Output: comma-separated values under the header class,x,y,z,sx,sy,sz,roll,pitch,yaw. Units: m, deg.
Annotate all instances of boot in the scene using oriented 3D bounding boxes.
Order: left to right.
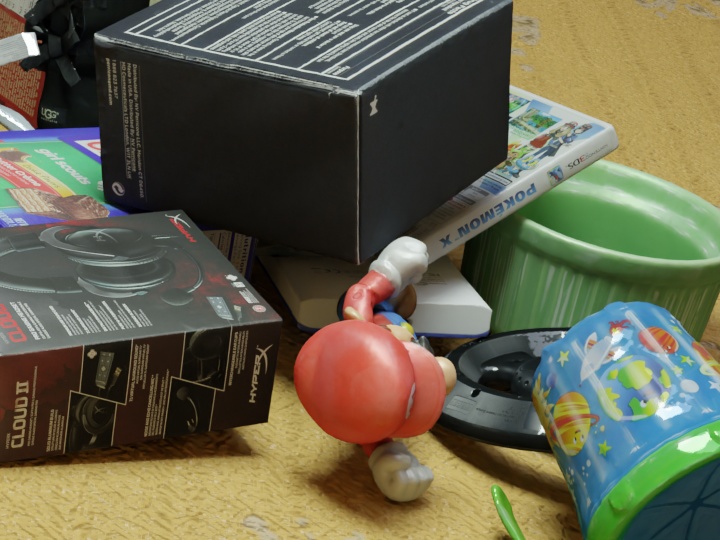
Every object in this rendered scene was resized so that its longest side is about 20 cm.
class,x,y,z,sx,sy,sz,roll,pitch,yaw
boot,-0.173,-0.172,1.731,0.073,0.163,0.198,17,23,26

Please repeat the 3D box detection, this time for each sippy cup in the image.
class,x,y,z,sx,sy,sz,roll,pitch,yaw
sippy cup,0.166,0.093,1.369,0.177,0.140,0.131,-12,52,-27

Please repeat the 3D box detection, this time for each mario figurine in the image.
class,x,y,z,sx,sy,sz,roll,pitch,yaw
mario figurine,0.026,0.059,1.430,0.124,0.106,0.200,52,7,-6

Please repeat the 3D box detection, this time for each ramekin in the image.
class,x,y,z,sx,sy,sz,roll,pitch,yaw
ramekin,0.166,-0.004,1.704,0.199,0.098,0.200,12,21,-5

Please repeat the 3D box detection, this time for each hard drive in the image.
class,x,y,z,sx,sy,sz,roll,pitch,yaw
hard drive,0.000,0.000,1.646,0.131,0.025,0.200,3,18,-15

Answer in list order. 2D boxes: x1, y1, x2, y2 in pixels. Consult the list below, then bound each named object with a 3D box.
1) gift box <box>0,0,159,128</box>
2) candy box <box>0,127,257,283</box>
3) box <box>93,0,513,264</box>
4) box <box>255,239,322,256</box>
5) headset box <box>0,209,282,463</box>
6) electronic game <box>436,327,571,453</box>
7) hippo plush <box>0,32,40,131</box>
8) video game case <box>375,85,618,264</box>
class,x,y,z,sx,sy,sz,roll,pitch,yaw
gift box,-0.216,-0.223,1.883,0.186,0.185,0.200,-10,38,-43
candy box,-0.193,-0.031,1.570,0.199,0.077,0.169,-3,26,-40
box,-0.033,-0.109,1.524,0.198,0.124,0.200,14,29,29
box,-0.009,-0.079,1.667,0.137,0.040,0.200,0,34,37
headset box,-0.169,0.036,1.398,0.199,0.078,0.149,-5,30,-28
electronic game,0.136,0.078,1.527,0.199,0.042,0.200,0,15,0
hippo plush,-0.333,-0.161,1.686,0.199,0.160,0.161,-8,16,-10
video game case,0.056,-0.074,1.680,0.182,0.022,0.200,-31,28,-18
